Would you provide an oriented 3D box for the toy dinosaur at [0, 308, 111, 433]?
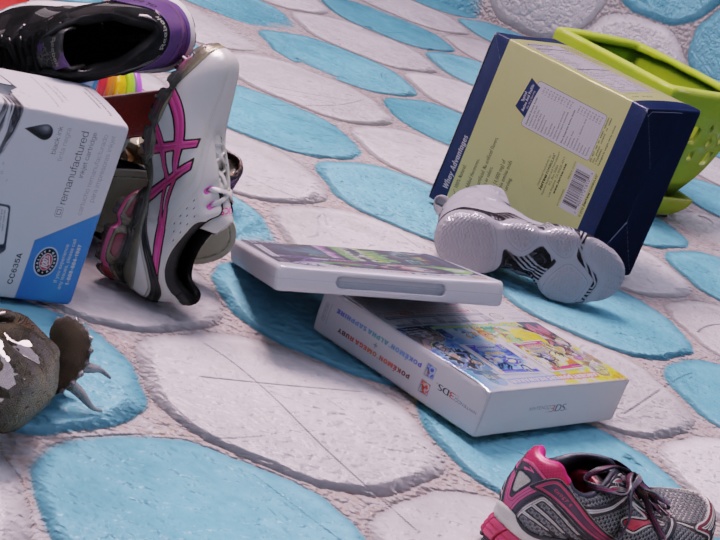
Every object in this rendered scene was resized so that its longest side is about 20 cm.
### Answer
[{"bbox_3d":[-0.218,0.059,1.068,0.102,0.077,0.200,15,14,5],"label":"toy dinosaur"}]

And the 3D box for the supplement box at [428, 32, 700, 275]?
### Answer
[{"bbox_3d":[0.216,-0.123,1.917,0.199,0.201,0.134,32,20,29],"label":"supplement box"}]

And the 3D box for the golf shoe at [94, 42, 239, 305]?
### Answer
[{"bbox_3d":[-0.125,-0.071,1.358,0.092,0.201,0.073,26,14,18],"label":"golf shoe"}]

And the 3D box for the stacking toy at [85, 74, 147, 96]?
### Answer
[{"bbox_3d":[-0.251,-0.173,1.721,0.116,0.110,0.200,27,7,27],"label":"stacking toy"}]

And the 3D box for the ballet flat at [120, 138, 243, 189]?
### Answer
[{"bbox_3d":[-0.196,-0.114,1.609,0.199,0.071,0.069,16,57,-25],"label":"ballet flat"}]

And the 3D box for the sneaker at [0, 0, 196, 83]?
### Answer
[{"bbox_3d":[-0.229,-0.168,1.329,0.199,0.076,0.088,-11,6,14],"label":"sneaker"}]

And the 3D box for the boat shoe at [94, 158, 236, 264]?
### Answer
[{"bbox_3d":[-0.194,-0.056,1.444,0.198,0.075,0.066,8,20,1],"label":"boat shoe"}]

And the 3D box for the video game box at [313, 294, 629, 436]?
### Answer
[{"bbox_3d":[0.092,0.068,1.456,0.182,0.047,0.199,30,19,36],"label":"video game box"}]

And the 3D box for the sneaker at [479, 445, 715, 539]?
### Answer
[{"bbox_3d":[0.175,0.164,1.217,0.199,0.075,0.081,7,22,-41],"label":"sneaker"}]

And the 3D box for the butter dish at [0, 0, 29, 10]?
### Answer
[{"bbox_3d":[-0.364,-0.188,1.520,0.199,0.200,0.148,3,47,-43],"label":"butter dish"}]

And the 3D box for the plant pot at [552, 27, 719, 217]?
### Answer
[{"bbox_3d":[0.338,-0.181,2.267,0.200,0.182,0.198,34,21,36],"label":"plant pot"}]

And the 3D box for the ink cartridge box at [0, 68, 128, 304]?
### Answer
[{"bbox_3d":[-0.283,-0.066,1.246,0.199,0.147,0.086,7,22,-38],"label":"ink cartridge box"}]

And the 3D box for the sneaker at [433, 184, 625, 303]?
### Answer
[{"bbox_3d":[0.163,-0.033,1.791,0.199,0.075,0.115,14,21,-12],"label":"sneaker"}]

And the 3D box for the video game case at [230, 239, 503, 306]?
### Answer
[{"bbox_3d":[0.000,0.000,1.452,0.181,0.024,0.200,5,5,-14],"label":"video game case"}]

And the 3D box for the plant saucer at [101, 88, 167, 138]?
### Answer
[{"bbox_3d":[-0.217,-0.123,1.472,0.199,0.037,0.200,-9,6,-9],"label":"plant saucer"}]
